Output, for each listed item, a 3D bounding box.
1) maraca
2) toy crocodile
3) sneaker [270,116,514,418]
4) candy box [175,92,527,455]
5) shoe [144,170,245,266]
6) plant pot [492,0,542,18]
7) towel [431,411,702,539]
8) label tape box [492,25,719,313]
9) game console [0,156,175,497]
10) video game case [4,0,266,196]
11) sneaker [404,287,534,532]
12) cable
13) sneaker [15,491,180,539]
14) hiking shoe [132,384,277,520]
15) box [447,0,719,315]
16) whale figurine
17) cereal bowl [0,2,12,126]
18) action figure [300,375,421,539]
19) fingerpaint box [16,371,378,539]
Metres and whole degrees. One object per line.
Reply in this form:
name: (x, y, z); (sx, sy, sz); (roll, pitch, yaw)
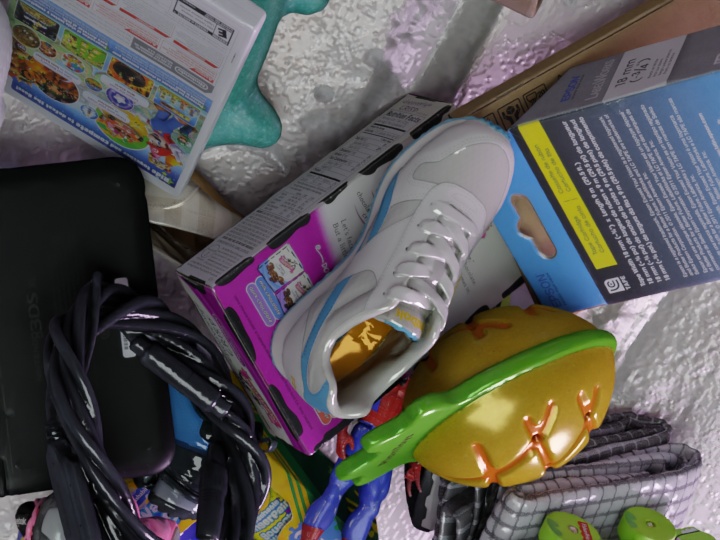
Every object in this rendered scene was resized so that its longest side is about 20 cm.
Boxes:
maraca: (0.074, 0.084, 1.311); (0.200, 0.107, 0.137); (-19, 158, -31)
toy crocodile: (0.160, 0.198, 1.372); (0.200, 0.062, 0.068); (1, 122, -42)
sneaker: (0.031, 0.001, 1.260); (0.076, 0.081, 0.200); (32, 96, -31)
candy box: (0.000, 0.000, 1.341); (0.200, 0.061, 0.137); (-37, 117, -17)
shoe: (-0.072, 0.002, 1.382); (0.200, 0.053, 0.070); (34, 127, -16)
plant pot: (0.055, -0.266, 1.198); (0.173, 0.200, 0.201); (22, 116, 5)
towel: (0.125, 0.186, 1.447); (0.199, 0.086, 0.166); (-5, 125, -38)
label tape box: (0.179, -0.061, 1.295); (0.199, 0.063, 0.144); (-13, 122, 32)
game console: (-0.220, 0.037, 1.349); (0.175, 0.116, 0.201); (-7, 92, -14)
video game case: (-0.143, -0.132, 1.255); (0.143, 0.018, 0.200); (31, 148, -2)
sneaker: (0.088, 0.098, 1.440); (0.083, 0.072, 0.201); (12, 117, -12)
cable: (-0.121, 0.094, 1.266); (0.051, 0.163, 0.201); (-20, 83, 41)
sneaker: (-0.182, 0.170, 1.334); (0.095, 0.200, 0.079); (19, 78, 13)
hiking shoe: (-0.142, 0.065, 1.381); (0.087, 0.074, 0.200); (-43, 78, 8)
box: (0.173, -0.077, 1.349); (0.200, 0.021, 0.164); (-30, 116, -7)
whale figurine: (-0.095, -0.153, 1.278); (0.158, 0.104, 0.201); (-6, 119, -1)
cereal bowl: (-0.270, -0.085, 1.252); (0.083, 0.200, 0.200); (36, 110, -22)
action figure: (0.007, 0.122, 1.419); (0.065, 0.052, 0.201); (22, 79, -22)
fingerpaint box: (-0.114, 0.189, 1.474); (0.200, 0.073, 0.167); (-40, 112, 16)
